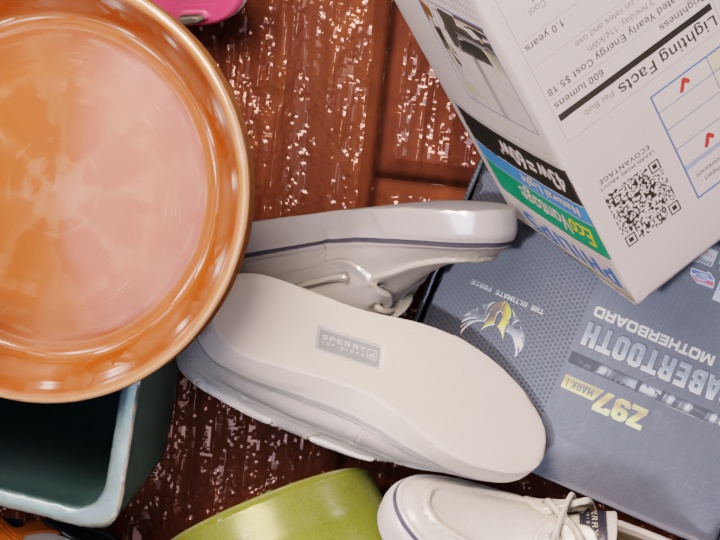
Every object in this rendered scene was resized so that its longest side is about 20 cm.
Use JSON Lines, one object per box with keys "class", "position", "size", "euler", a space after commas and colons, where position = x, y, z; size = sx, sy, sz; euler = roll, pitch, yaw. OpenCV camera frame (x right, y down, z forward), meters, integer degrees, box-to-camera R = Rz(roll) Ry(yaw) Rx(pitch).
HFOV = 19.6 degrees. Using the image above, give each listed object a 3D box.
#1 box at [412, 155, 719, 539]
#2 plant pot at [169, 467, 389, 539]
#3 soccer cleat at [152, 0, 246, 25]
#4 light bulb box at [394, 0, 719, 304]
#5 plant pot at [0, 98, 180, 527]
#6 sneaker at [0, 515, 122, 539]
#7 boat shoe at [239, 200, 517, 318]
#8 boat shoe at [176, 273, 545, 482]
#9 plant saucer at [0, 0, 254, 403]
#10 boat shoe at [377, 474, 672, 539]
{"class": "box", "position": [0.132, 0.038, 1.122], "size": [0.199, 0.051, 0.158], "euler": [24, 99, 9]}
{"class": "plant pot", "position": [-0.020, 0.216, 1.107], "size": [0.200, 0.200, 0.194], "euler": [-26, 77, 12]}
{"class": "soccer cleat", "position": [-0.142, -0.189, 1.136], "size": [0.199, 0.086, 0.070], "euler": [17, 120, 16]}
{"class": "light bulb box", "position": [0.138, -0.131, 1.002], "size": [0.198, 0.125, 0.200], "euler": [-37, 124, -8]}
{"class": "plant pot", "position": [-0.176, 0.006, 1.103], "size": [0.195, 0.200, 0.197], "euler": [11, 96, 10]}
{"class": "sneaker", "position": [-0.214, 0.162, 1.081], "size": [0.199, 0.076, 0.092], "euler": [26, 107, -11]}
{"class": "boat shoe", "position": [0.000, 0.000, 1.105], "size": [0.199, 0.072, 0.066], "euler": [-5, 91, 36]}
{"class": "boat shoe", "position": [-0.001, 0.067, 1.081], "size": [0.199, 0.069, 0.072], "euler": [17, 56, -20]}
{"class": "plant saucer", "position": [-0.146, -0.039, 0.976], "size": [0.199, 0.032, 0.202], "euler": [1, 95, 12]}
{"class": "boat shoe", "position": [0.108, 0.145, 1.090], "size": [0.199, 0.071, 0.070], "euler": [24, 131, -14]}
